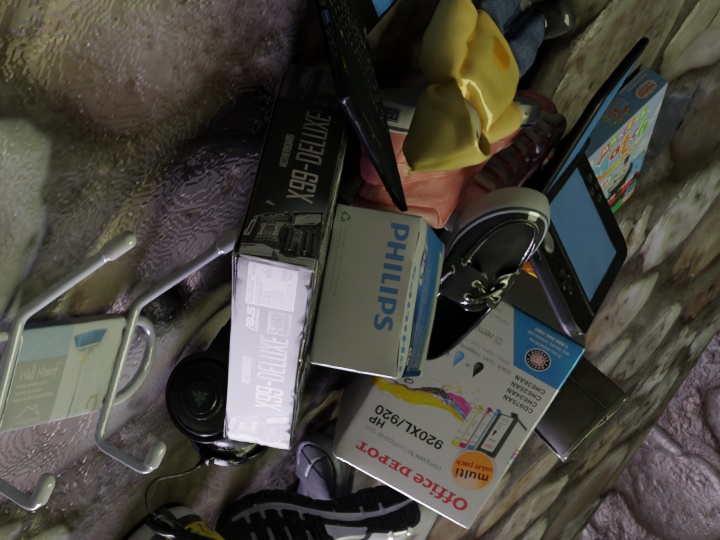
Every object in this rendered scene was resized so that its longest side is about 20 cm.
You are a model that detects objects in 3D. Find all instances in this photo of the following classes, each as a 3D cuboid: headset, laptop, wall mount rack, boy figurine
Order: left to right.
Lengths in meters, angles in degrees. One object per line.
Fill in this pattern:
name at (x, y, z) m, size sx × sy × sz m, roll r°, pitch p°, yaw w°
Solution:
wall mount rack at (-0.152, 0.046, 0.823) m, size 0.200 × 0.074 × 0.175 m, roll -7°, pitch 118°, yaw -64°
headset at (-0.092, 0.112, 1.026) m, size 0.201 × 0.093 × 0.124 m, roll -58°, pitch 161°, yaw -17°
laptop at (0.032, -0.167, 0.818) m, size 0.102 × 0.202 × 0.177 m, roll -15°, pitch 160°, yaw 8°
boy figurine at (0.083, -0.143, 0.947) m, size 0.201 × 0.064 × 0.125 m, roll -57°, pitch 133°, yaw -42°

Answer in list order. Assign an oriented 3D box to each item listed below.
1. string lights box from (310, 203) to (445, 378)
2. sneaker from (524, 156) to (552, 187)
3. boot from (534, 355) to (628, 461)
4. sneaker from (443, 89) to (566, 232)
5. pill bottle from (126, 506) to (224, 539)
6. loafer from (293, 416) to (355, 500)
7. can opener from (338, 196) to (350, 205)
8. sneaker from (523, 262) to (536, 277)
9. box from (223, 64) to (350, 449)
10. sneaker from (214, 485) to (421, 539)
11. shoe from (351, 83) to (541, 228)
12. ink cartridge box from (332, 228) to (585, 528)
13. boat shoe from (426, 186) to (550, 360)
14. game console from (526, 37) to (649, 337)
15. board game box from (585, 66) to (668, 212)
string lights box at (0.017, 0.019, 0.941) m, size 0.200 × 0.058 × 0.104 m, roll 30°, pitch 70°, yaw -81°
sneaker at (0.180, -0.052, 1.249) m, size 0.070 × 0.090 × 0.200 m, roll -56°, pitch -175°, yaw 23°
boot at (0.193, 0.068, 1.405) m, size 0.182 × 0.199 × 0.073 m, roll -48°, pitch 157°, yaw -10°
sneaker at (0.109, -0.098, 1.125) m, size 0.105 × 0.075 × 0.200 m, roll -60°, pitch 169°, yaw 25°
pill bottle at (-0.114, 0.299, 1.133) m, size 0.112 × 0.200 × 0.113 m, roll -43°, pitch 158°, yaw -22°
loafer at (-0.031, 0.220, 1.373) m, size 0.063 × 0.072 × 0.201 m, roll -41°, pitch 154°, yaw -37°
can opener at (0.000, 0.000, 1.089) m, size 0.053 × 0.066 × 0.200 m, roll -47°, pitch 154°, yaw -7°
sneaker at (0.166, -0.017, 1.368) m, size 0.199 × 0.078 × 0.073 m, roll -30°, pitch 179°, yaw -36°
box at (-0.047, -0.005, 0.887) m, size 0.201 × 0.049 × 0.159 m, roll 100°, pitch 1°, yaw -52°
sneaker at (-0.042, 0.255, 1.292) m, size 0.198 × 0.074 × 0.080 m, roll 3°, pitch 132°, yaw -20°
shoe at (0.064, -0.088, 1.035) m, size 0.199 × 0.071 × 0.092 m, roll -13°, pitch 119°, yaw -52°
ink cartridge box at (0.087, 0.094, 1.239) m, size 0.201 × 0.146 × 0.145 m, roll -59°, pitch -176°, yaw 16°
boat shoe at (0.089, 0.007, 1.057) m, size 0.068 × 0.057 × 0.200 m, roll 10°, pitch 149°, yaw -19°
game console at (0.204, -0.071, 1.127) m, size 0.116 × 0.177 × 0.200 m, roll -21°, pitch -169°, yaw 29°
board game box at (0.258, -0.107, 1.492) m, size 0.151 × 0.037 × 0.201 m, roll -42°, pitch 156°, yaw -24°
